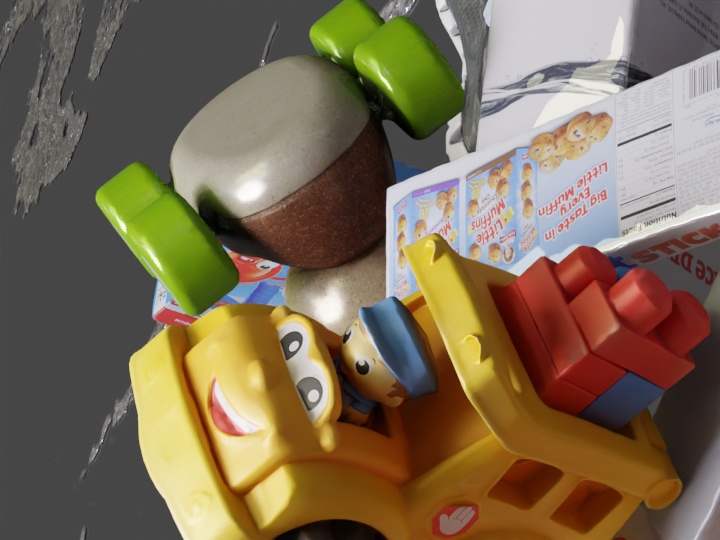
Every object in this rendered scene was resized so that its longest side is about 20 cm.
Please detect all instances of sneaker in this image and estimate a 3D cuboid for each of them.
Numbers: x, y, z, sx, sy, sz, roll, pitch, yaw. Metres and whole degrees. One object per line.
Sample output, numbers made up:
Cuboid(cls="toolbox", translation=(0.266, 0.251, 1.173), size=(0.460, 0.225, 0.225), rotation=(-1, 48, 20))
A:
Cuboid(cls="sneaker", translation=(0.090, -0.146, 1.537), size=(0.090, 0.066, 0.201), rotation=(-44, 41, 52))

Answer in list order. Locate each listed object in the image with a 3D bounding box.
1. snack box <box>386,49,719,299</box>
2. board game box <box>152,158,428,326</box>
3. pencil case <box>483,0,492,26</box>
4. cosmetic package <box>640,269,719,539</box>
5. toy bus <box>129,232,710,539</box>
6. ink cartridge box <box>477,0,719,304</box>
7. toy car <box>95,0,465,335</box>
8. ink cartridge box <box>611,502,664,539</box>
Cuboid(cls="snack box", translation=(0.089, -0.029, 1.094), size=(0.199, 0.024, 0.072), rotation=(-21, 59, 40))
Cuboid(cls="board game box", translation=(0.008, 0.005, 1.452), size=(0.196, 0.199, 0.056), rotation=(143, 142, -61))
Cuboid(cls="pencil case", translation=(0.136, -0.211, 1.421), size=(0.091, 0.083, 0.201), rotation=(42, 118, 51))
Cuboid(cls="cosmetic package", translation=(0.198, 0.028, 1.056), size=(0.201, 0.101, 0.071), rotation=(-68, 26, 21))
Cuboid(cls="toy bus", translation=(0.037, 0.053, 1.037), size=(0.192, 0.199, 0.136), rotation=(-43, 47, 25))
Cuboid(cls="ink cartridge box", translation=(0.127, -0.073, 1.216), size=(0.084, 0.145, 0.202), rotation=(-4, 71, 35))
Cuboid(cls="toy car", translation=(0.000, 0.000, 1.250), size=(0.164, 0.200, 0.158), rotation=(-37, 19, -5))
Cuboid(cls="ink cartridge box", translation=(0.088, 0.212, 1.128), size=(0.200, 0.084, 0.145), rotation=(-35, 52, 25))
